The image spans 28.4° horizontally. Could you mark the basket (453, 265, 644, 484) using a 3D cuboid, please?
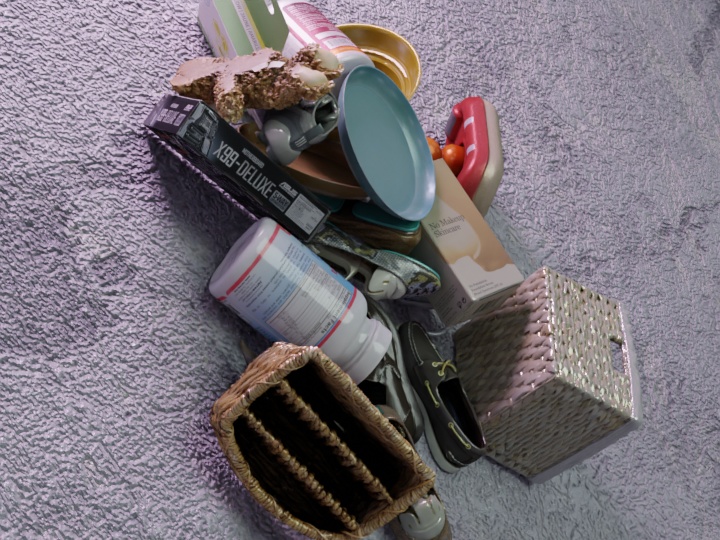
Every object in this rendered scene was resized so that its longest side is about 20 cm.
[{"bbox_3d":[0.237,0.136,1.848,0.160,0.200,0.199,27,43,-27],"label":"basket"}]

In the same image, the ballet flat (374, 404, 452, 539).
[{"bbox_3d":[0.053,0.249,1.613,0.068,0.067,0.201,-27,92,-12],"label":"ballet flat"}]

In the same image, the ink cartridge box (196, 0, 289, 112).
[{"bbox_3d":[-0.146,-0.300,1.731,0.048,0.200,0.146,-21,77,-16],"label":"ink cartridge box"}]

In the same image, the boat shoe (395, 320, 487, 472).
[{"bbox_3d":[0.101,0.149,1.782,0.072,0.060,0.202,-1,64,-51],"label":"boat shoe"}]

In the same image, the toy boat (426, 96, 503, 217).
[{"bbox_3d":[0.129,-0.158,2.038,0.130,0.131,0.201,8,50,-11],"label":"toy boat"}]

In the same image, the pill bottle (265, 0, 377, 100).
[{"bbox_3d":[-0.075,-0.278,1.811,0.109,0.110,0.200,8,31,-48],"label":"pill bottle"}]

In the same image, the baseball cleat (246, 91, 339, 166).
[{"bbox_3d":[-0.077,-0.180,1.668,0.070,0.106,0.200,62,1,-30],"label":"baseball cleat"}]

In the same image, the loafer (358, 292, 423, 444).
[{"bbox_3d":[0.012,0.117,1.685,0.071,0.073,0.201,-5,66,-52],"label":"loafer"}]

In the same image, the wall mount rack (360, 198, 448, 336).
[{"bbox_3d":[0.069,-0.018,1.869,0.173,0.075,0.201,9,53,-23],"label":"wall mount rack"}]

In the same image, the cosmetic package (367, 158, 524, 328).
[{"bbox_3d":[0.108,-0.037,1.812,0.105,0.071,0.201,-20,70,-40],"label":"cosmetic package"}]

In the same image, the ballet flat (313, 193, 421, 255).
[{"bbox_3d":[-0.022,-0.064,1.774,0.199,0.073,0.068,21,36,4],"label":"ballet flat"}]

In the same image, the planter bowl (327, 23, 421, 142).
[{"bbox_3d":[-0.014,-0.231,1.889,0.084,0.199,0.201,79,9,-50],"label":"planter bowl"}]

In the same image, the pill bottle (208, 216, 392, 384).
[{"bbox_3d":[-0.064,0.040,1.604,0.200,0.109,0.109,40,37,-13],"label":"pill bottle"}]

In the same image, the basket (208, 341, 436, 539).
[{"bbox_3d":[-0.050,0.186,1.446,0.143,0.149,0.200,-44,103,-14],"label":"basket"}]

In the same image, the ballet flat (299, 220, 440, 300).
[{"bbox_3d":[0.000,0.000,1.740,0.199,0.072,0.072,25,40,-4],"label":"ballet flat"}]

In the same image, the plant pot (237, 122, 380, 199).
[{"bbox_3d":[-0.061,-0.133,1.761,0.199,0.028,0.200,19,19,-7],"label":"plant pot"}]

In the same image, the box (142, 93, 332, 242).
[{"bbox_3d":[-0.143,-0.119,1.625,0.200,0.050,0.158,40,-6,-23],"label":"box"}]

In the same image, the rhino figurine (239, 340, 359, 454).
[{"bbox_3d":[-0.066,0.149,1.572,0.200,0.060,0.088,46,17,-14],"label":"rhino figurine"}]

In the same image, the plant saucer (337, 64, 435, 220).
[{"bbox_3d":[0.028,-0.152,1.730,0.200,0.027,0.201,36,44,-44],"label":"plant saucer"}]

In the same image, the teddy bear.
[{"bbox_3d":[-0.114,-0.209,1.618,0.145,0.199,0.067,-95,170,-56],"label":"teddy bear"}]
